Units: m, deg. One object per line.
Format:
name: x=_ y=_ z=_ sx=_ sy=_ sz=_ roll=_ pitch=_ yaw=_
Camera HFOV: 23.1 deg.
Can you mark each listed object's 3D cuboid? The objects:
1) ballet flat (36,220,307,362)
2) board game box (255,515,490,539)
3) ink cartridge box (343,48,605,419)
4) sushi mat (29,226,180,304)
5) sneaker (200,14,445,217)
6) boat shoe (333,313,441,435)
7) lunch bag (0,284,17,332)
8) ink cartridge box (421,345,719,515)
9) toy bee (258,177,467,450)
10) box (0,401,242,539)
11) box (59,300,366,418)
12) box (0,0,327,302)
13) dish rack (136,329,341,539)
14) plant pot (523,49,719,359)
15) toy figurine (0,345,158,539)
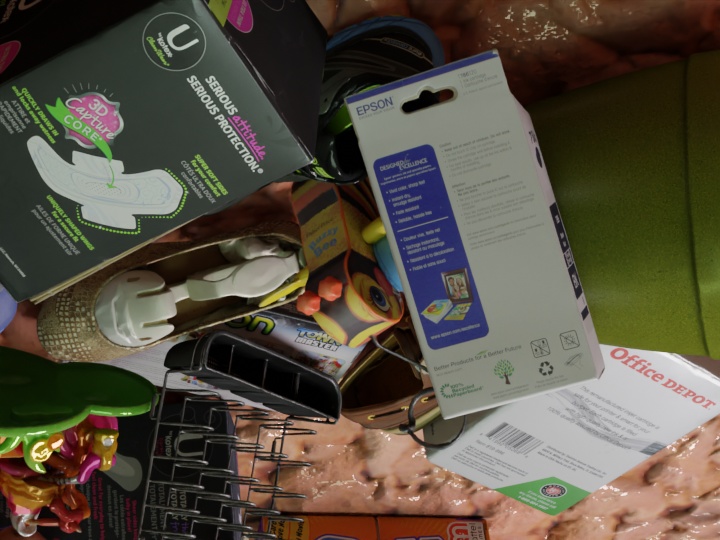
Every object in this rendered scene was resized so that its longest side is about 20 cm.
ballet flat: x=-0.116 y=0.011 z=1.163 sx=0.199 sy=0.065 sz=0.071 roll=-21 pitch=100 yaw=-15
board game box: x=0.005 y=0.348 z=1.506 sx=0.199 sy=0.201 sz=0.200 roll=3 pitch=139 yaw=-11
ink cartridge box: x=0.067 y=-0.021 z=1.028 sx=0.099 sy=0.039 sz=0.201 roll=-15 pitch=96 yaw=18
sushi mat: x=-0.146 y=-0.061 z=1.099 sx=0.200 sy=0.096 sz=0.012 roll=-26 pitch=167 yaw=22
sneaker: x=-0.037 y=-0.086 z=1.083 sx=0.199 sy=0.083 sz=0.071 roll=-25 pitch=136 yaw=21
boat shoe: x=0.059 y=0.058 z=1.261 sx=0.067 sy=0.072 sz=0.200 roll=7 pitch=144 yaw=-46
lunch bag: x=-0.300 y=0.014 z=1.075 sx=0.132 sy=0.200 sz=0.136 roll=31 pitch=149 yaw=25
ink cartridge box: x=0.162 y=0.085 z=1.310 sx=0.146 sy=0.083 sz=0.200 roll=28 pitch=130 yaw=-33
toy bee: x=0.000 y=0.000 z=1.089 sx=0.131 sy=0.200 sz=0.109 roll=-52 pitch=145 yaw=13
box: x=-0.191 y=0.173 z=1.317 sx=0.199 sy=0.123 sz=0.106 roll=-4 pitch=162 yaw=-1
box: x=-0.103 y=0.045 z=1.264 sx=0.199 sy=0.035 sz=0.110 roll=15 pitch=135 yaw=-23
box: x=-0.135 y=-0.103 z=0.984 sx=0.199 sy=0.149 sz=0.124 roll=-23 pitch=122 yaw=19
dish rack: x=-0.089 y=0.154 z=1.213 sx=0.054 sy=0.201 sz=0.153 roll=-3 pitch=160 yaw=38
plant pot: x=0.157 y=-0.035 z=1.106 sx=0.192 sy=0.201 sz=0.201 roll=-4 pitch=141 yaw=16
toy figurine: x=-0.247 y=0.160 z=1.204 sx=0.199 sy=0.150 sz=0.185 roll=2 pitch=109 yaw=-30
